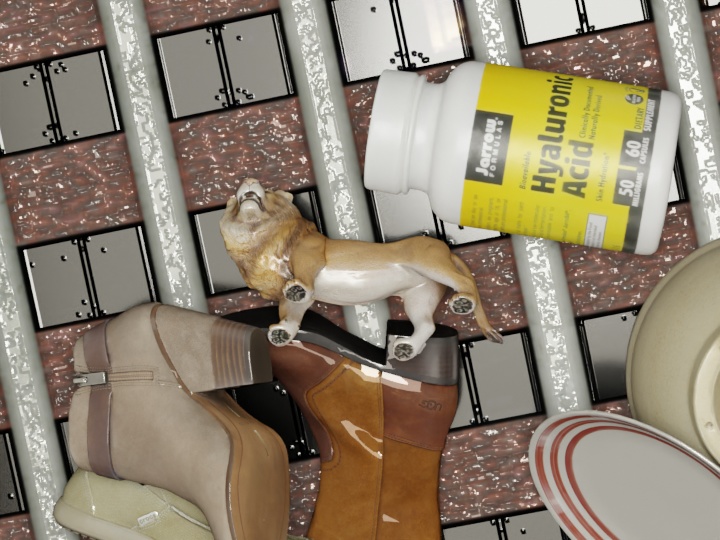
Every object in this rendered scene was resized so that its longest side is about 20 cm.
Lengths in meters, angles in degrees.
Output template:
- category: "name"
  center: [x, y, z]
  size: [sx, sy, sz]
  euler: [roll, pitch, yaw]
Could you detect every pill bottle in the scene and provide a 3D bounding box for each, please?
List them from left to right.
- category: "pill bottle"
  center: [0.107, -0.079, 1.592]
  size: [0.200, 0.111, 0.112]
  euler: [9, 96, 5]

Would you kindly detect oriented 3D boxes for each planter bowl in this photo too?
- category: "planter bowl"
  center: [0.275, 0.076, 1.578]
  size: [0.200, 0.135, 0.201]
  euler: [1, 95, 6]

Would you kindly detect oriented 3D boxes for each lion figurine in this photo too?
- category: "lion figurine"
  center: [0.000, 0.000, 1.617]
  size: [0.200, 0.123, 0.073]
  euler: [12, 122, -3]

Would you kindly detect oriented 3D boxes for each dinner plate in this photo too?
- category: "dinner plate"
  center: [0.201, 0.159, 1.584]
  size: [0.200, 0.200, 0.024]
  euler: [39, 61, 1]

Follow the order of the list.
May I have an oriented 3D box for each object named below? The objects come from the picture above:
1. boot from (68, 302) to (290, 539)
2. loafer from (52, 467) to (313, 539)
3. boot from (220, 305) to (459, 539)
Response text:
- category: "boot"
  center: [-0.126, 0.120, 1.592]
  size: [0.146, 0.070, 0.200]
  euler: [-8, 76, 28]
- category: "loafer"
  center: [-0.118, 0.167, 1.640]
  size: [0.200, 0.076, 0.068]
  euler: [14, 94, 19]
- category: "boot"
  center: [-0.028, 0.130, 1.661]
  size: [0.188, 0.068, 0.200]
  euler: [5, 103, -2]
